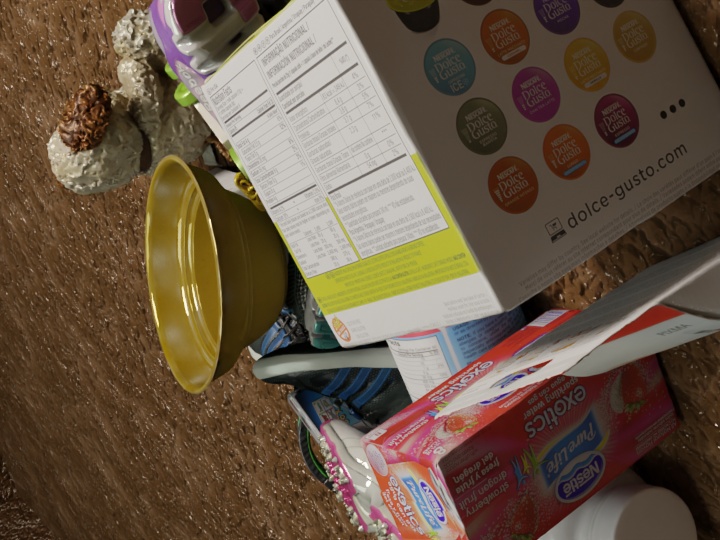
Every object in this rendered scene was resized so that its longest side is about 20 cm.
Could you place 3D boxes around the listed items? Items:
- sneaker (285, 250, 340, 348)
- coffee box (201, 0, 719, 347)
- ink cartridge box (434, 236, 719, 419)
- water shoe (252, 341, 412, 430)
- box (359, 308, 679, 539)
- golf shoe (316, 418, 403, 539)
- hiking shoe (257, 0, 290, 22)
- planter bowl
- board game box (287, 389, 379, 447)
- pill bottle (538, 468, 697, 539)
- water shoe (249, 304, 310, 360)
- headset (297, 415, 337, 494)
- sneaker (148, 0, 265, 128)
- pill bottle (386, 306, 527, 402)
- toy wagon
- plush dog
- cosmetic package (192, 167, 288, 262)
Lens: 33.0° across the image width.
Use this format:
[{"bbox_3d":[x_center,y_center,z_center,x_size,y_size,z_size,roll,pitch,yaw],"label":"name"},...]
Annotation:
[{"bbox_3d":[-0.025,-0.038,1.008,0.091,0.077,0.201,37,117,38],"label":"sneaker"},{"bbox_3d":[0.059,-0.094,0.727,0.198,0.199,0.200,61,154,-5],"label":"coffee box"},{"bbox_3d":[0.158,0.040,0.698,0.050,0.200,0.162,57,154,1],"label":"ink cartridge box"},{"bbox_3d":[0.002,0.102,1.055,0.071,0.199,0.079,-26,-67,-76],"label":"water shoe"},{"bbox_3d":[0.114,0.114,0.854,0.100,0.200,0.096,2,119,59],"label":"box"},{"bbox_3d":[0.033,0.181,1.005,0.200,0.091,0.076,45,154,51],"label":"golf shoe"},{"bbox_3d":[-0.076,-0.200,0.953,0.200,0.075,0.101,43,123,45],"label":"hiking shoe"},{"bbox_3d":[-0.115,-0.001,1.033,0.200,0.083,0.201,28,122,60],"label":"planter bowl"},{"bbox_3d":[0.041,0.159,1.103,0.200,0.126,0.035,53,167,10],"label":"board game box"},{"bbox_3d":[0.165,0.203,0.960,0.200,0.112,0.112,-8,112,62],"label":"pill bottle"},{"bbox_3d":[-0.075,0.062,1.241,0.200,0.071,0.079,2,124,60],"label":"water shoe"},{"bbox_3d":[0.035,0.175,1.151,0.200,0.124,0.094,32,-175,-11],"label":"headset"},{"bbox_3d":[-0.090,-0.138,0.902,0.088,0.080,0.200,11,140,53],"label":"sneaker"},{"bbox_3d":[0.077,0.051,0.952,0.109,0.109,0.201,7,124,57],"label":"pill bottle"},{"bbox_3d":[-0.098,-0.113,1.053,0.155,0.040,0.200,47,-172,-31],"label":"toy wagon"},{"bbox_3d":[-0.229,-0.135,1.203,0.161,0.171,0.200,51,152,12],"label":"plush dog"},{"bbox_3d":[-0.132,-0.038,1.201,0.102,0.071,0.200,67,167,-15],"label":"cosmetic package"}]
